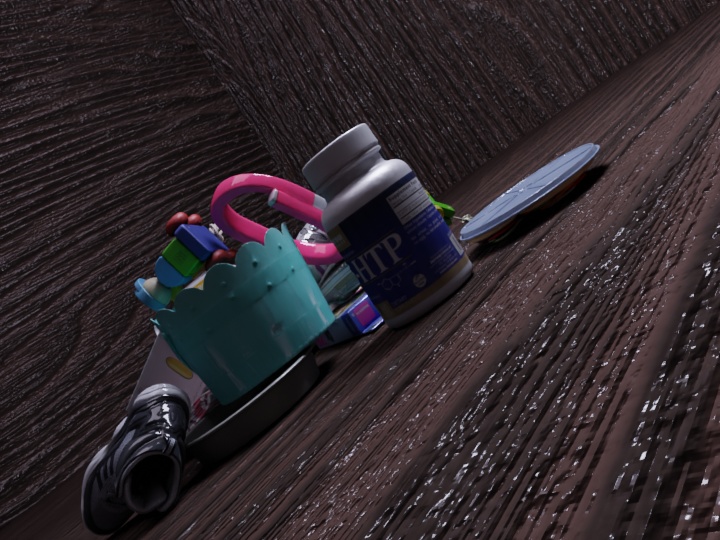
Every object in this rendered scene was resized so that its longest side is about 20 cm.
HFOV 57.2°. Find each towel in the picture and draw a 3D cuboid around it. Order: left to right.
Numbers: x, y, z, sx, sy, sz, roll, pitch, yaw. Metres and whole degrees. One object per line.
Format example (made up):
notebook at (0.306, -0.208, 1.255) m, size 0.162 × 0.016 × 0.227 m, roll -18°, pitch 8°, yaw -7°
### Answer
towel at (-0.228, 0.212, 0.927) m, size 0.200 × 0.030 × 0.146 m, roll -44°, pitch -5°, yaw 22°

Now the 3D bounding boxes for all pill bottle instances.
pill bottle at (0.025, -0.052, 0.734) m, size 0.119 × 0.202 × 0.120 m, roll -34°, pitch 3°, yaw 2°

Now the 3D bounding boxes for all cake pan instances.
cake pan at (-0.126, 0.159, 0.783) m, size 0.198 × 0.037 × 0.200 m, roll -37°, pitch 3°, yaw 2°

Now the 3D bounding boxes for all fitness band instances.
fitness band at (-0.102, -0.061, 0.875) m, size 0.142 × 0.197 × 0.038 m, roll -26°, pitch 48°, yaw 48°

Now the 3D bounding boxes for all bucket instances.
bucket at (-0.137, 0.056, 0.810) m, size 0.205 × 0.136 × 0.207 m, roll -35°, pitch 3°, yaw 2°

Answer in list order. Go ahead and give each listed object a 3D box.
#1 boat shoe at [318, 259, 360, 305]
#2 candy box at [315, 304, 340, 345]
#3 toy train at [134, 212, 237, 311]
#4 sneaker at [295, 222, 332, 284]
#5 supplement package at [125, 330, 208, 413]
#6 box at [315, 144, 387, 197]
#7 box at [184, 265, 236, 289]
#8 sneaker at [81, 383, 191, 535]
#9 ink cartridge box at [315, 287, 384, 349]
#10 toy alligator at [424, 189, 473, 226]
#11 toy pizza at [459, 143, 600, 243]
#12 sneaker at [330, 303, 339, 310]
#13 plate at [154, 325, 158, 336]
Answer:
boat shoe at (0.001, -0.001, 0.937) m, size 0.201 × 0.064 × 0.075 m, roll -42°, pitch 17°, yaw 34°
candy box at (-0.075, 0.106, 1.086) m, size 0.198 × 0.027 × 0.102 m, roll -37°, pitch 4°, yaw -12°
toy train at (-0.232, -0.007, 0.901) m, size 0.116 × 0.084 × 0.200 m, roll -48°, pitch 2°, yaw 2°
sneaker at (-0.066, -0.015, 1.078) m, size 0.201 × 0.076 × 0.142 m, roll 94°, pitch -160°, yaw -62°
supplement package at (-0.281, 0.160, 1.120) m, size 0.203 × 0.109 × 0.156 m, roll -62°, pitch -7°, yaw 21°
box at (0.026, -0.072, 0.995) m, size 0.049 × 0.203 × 0.157 m, roll -33°, pitch 3°, yaw -27°
box at (-0.251, 0.100, 1.313) m, size 0.100 × 0.203 × 0.112 m, roll -33°, pitch -8°, yaw 16°
sneaker at (-0.244, 0.226, 0.699) m, size 0.202 × 0.074 × 0.114 m, roll -57°, pitch 25°, yaw 13°
ink cartridge box at (0.008, 0.050, 0.920) m, size 0.119 × 0.042 × 0.199 m, roll -38°, pitch 5°, yaw -25°
toy alligator at (0.105, -0.087, 1.038) m, size 0.055 × 0.197 × 0.060 m, roll -55°, pitch 38°, yaw 20°
toy pizza at (0.209, -0.087, 0.812) m, size 0.198 × 0.032 × 0.200 m, roll -35°, pitch 4°, yaw 3°
sneaker at (-0.087, 0.071, 1.289) m, size 0.114 × 0.075 × 0.200 m, roll -31°, pitch 6°, yaw 20°
plate at (-0.274, 0.141, 1.243) m, size 0.198 × 0.202 × 0.032 m, roll -34°, pitch -13°, yaw 17°
